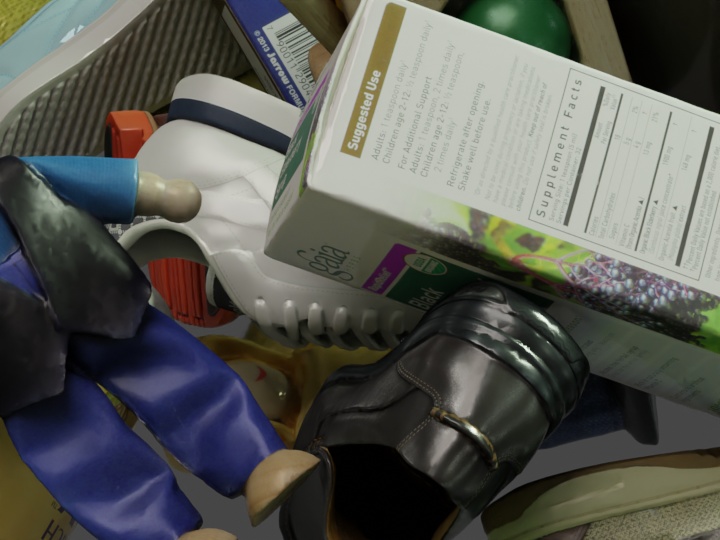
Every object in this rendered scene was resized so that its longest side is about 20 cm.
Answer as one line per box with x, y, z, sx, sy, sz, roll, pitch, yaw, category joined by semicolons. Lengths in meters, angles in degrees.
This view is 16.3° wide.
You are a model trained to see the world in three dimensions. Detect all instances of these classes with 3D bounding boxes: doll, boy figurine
-0.104;0.015;0.872;0.136;0.048;0.200;-43;86;-16;doll
0.017;0.042;0.999;0.199;0.065;0.125;-7;44;10;boy figurine

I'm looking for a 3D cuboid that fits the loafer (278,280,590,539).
0.007;0.073;0.883;0.073;0.200;0.072;37;59;2;loafer

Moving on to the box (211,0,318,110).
0.029;-0.154;1.189;0.200;0.032;0.121;-29;84;-12;box

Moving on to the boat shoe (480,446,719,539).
0.143;0.094;0.892;0.199;0.073;0.065;-9;78;-8;boat shoe

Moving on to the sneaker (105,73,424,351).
0.000;0.000;0.947;0.200;0.076;0.081;22;70;19;sneaker

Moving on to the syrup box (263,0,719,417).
0.075;-0.017;0.864;0.200;0.079;0.082;19;69;-7;syrup box

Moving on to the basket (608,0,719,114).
0.155;-0.145;1.052;0.136;0.200;0.180;-20;39;-1;basket

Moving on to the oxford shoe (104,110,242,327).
-0.060;-0.030;1.081;0.072;0.071;0.200;-5;22;-14;oxford shoe

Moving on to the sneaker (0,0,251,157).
-0.115;-0.121;1.226;0.200;0.074;0.082;-32;45;-17;sneaker

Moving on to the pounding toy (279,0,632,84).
0.019;-0.107;1.031;0.142;0.184;0.200;-21;20;-4;pounding toy

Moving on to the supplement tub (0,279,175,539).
-0.175;0.070;0.945;0.145;0.145;0.200;18;71;35;supplement tub
